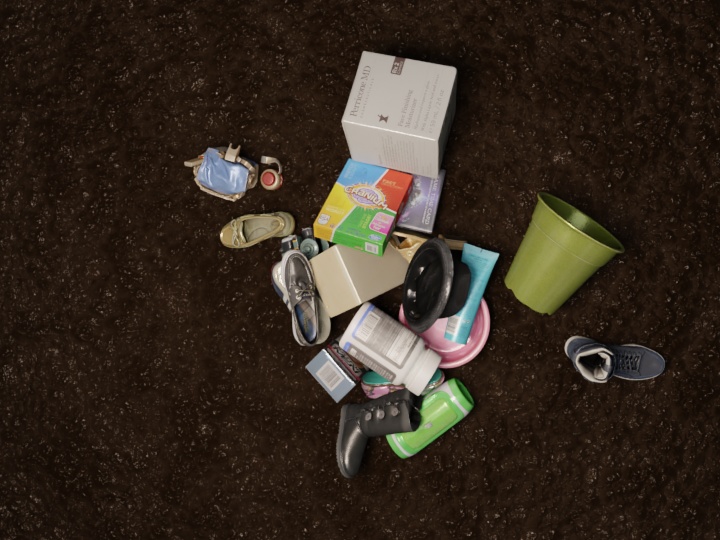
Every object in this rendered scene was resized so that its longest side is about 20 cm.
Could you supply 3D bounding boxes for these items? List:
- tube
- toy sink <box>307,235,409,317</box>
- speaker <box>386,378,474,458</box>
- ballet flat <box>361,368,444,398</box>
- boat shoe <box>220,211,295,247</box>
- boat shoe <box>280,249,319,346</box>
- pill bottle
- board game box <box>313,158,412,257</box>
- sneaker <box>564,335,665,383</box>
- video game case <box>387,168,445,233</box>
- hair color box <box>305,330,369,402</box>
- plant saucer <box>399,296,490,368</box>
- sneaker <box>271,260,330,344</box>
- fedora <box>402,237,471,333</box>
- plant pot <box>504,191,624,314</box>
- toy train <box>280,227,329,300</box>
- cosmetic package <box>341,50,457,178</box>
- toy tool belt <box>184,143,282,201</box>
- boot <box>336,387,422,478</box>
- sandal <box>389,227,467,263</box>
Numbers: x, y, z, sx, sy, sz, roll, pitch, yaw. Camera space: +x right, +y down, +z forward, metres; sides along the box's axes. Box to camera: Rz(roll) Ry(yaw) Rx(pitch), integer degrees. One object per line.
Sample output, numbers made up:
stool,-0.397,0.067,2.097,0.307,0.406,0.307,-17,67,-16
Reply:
tube,0.225,0.051,1.360,0.076,0.050,0.204,17,95,15
toy sink,0.000,0.000,1.411,0.111,0.199,0.132,-26,89,43
speaker,0.152,0.325,1.431,0.199,0.088,0.089,-40,86,13
ballet flat,0.098,0.256,1.450,0.196,0.070,0.072,-8,125,21
boat shoe,-0.246,-0.093,1.484,0.197,0.063,0.075,-6,92,24
boat shoe,-0.119,0.060,1.333,0.069,0.066,0.205,-8,99,-21
pill bottle,0.064,0.165,1.360,0.198,0.114,0.115,34,101,5
board game box,0.009,-0.134,1.346,0.150,0.041,0.202,16,55,12
sneaker,0.520,0.189,1.306,0.198,0.146,0.079,9,95,10
video game case,0.075,-0.168,1.414,0.196,0.019,0.146,12,77,11
hair color box,-0.037,0.201,1.402,0.061,0.200,0.099,-44,85,14
plant saucer,0.184,0.108,1.422,0.196,0.051,0.205,1,96,12
sneaker,-0.131,0.064,1.411,0.074,0.084,0.203,-30,106,-17
fedora,0.163,0.035,1.329,0.090,0.200,0.205,9,99,-23
plant pot,0.389,-0.021,1.307,0.198,0.200,0.192,34,112,8
toy train,-0.119,0.009,1.469,0.112,0.085,0.204,-13,92,23
cosmetic package,0.083,-0.314,1.326,0.196,0.165,0.168,13,74,11
toy tool belt,-0.284,-0.219,1.461,0.196,0.123,0.128,13,98,11
boot,0.043,0.353,1.410,0.197,0.065,0.168,-18,59,31
sandal,0.123,-0.047,1.398,0.207,0.078,0.071,9,104,-4
